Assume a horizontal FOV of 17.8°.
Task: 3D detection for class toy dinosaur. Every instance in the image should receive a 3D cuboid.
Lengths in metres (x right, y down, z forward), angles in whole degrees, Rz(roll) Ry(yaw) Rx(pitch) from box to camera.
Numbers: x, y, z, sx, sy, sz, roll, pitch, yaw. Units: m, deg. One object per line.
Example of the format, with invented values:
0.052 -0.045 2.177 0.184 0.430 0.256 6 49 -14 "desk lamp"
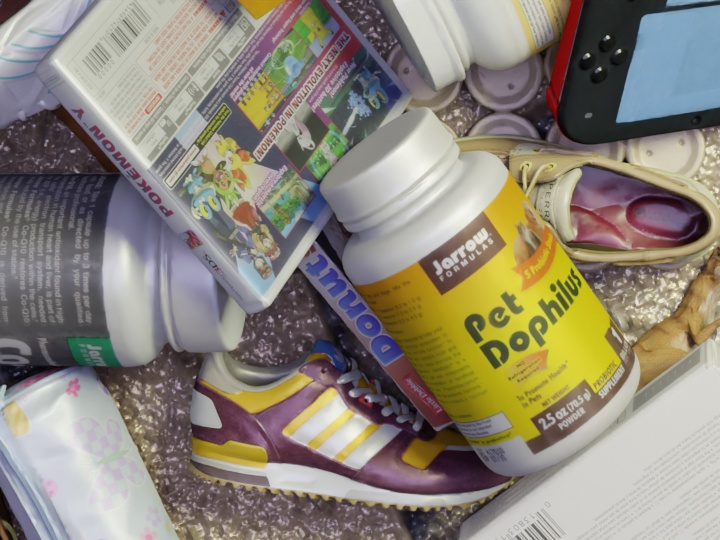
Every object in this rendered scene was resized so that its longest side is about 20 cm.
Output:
0.174 0.069 1.399 0.200 0.060 0.106 -41 70 -6 "toy dinosaur"

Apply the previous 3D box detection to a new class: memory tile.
0.112 -0.073 1.405 0.199 0.017 0.154 -2 91 0 "memory tile"

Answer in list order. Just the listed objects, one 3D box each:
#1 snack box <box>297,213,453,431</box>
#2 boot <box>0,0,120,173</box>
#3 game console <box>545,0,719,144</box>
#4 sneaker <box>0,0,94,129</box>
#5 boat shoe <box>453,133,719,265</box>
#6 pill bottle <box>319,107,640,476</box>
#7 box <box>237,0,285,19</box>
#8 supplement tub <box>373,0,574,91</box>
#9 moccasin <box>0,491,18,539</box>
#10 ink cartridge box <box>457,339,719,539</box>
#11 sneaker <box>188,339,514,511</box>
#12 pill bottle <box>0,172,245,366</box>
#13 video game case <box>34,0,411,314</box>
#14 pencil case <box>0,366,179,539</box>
0.000 0.000 1.363 0.024 0.072 0.200 -34 102 29 "snack box"
-0.125 -0.152 1.374 0.200 0.068 0.188 42 90 -2 "boot"
0.207 -0.156 1.320 0.199 0.031 0.177 -10 137 -25 "game console"
-0.176 -0.121 1.325 0.080 0.070 0.200 44 97 -13 "sneaker"
0.118 -0.042 1.364 0.199 0.066 0.075 4 92 0 "boat shoe"
0.064 0.010 1.303 0.109 0.109 0.200 -37 104 0 "pill bottle"
-0.069 -0.245 1.316 0.041 0.201 0.119 -31 118 29 "box"
0.098 -0.207 1.335 0.199 0.145 0.146 -30 92 -1 "supplement tub"
-0.221 0.202 1.376 0.073 0.078 0.203 -10 92 -2 "moccasin"
0.186 0.168 1.368 0.200 0.045 0.176 -38 100 19 "ink cartridge box"
-0.003 0.089 1.378 0.199 0.075 0.091 5 97 -2 "sneaker"
-0.171 -0.001 1.341 0.199 0.113 0.114 0 92 9 "pill bottle"
-0.071 -0.105 1.300 0.182 0.023 0.200 49 47 -17 "video game case"
-0.160 0.155 1.371 0.091 0.083 0.201 -25 91 -43 "pencil case"
